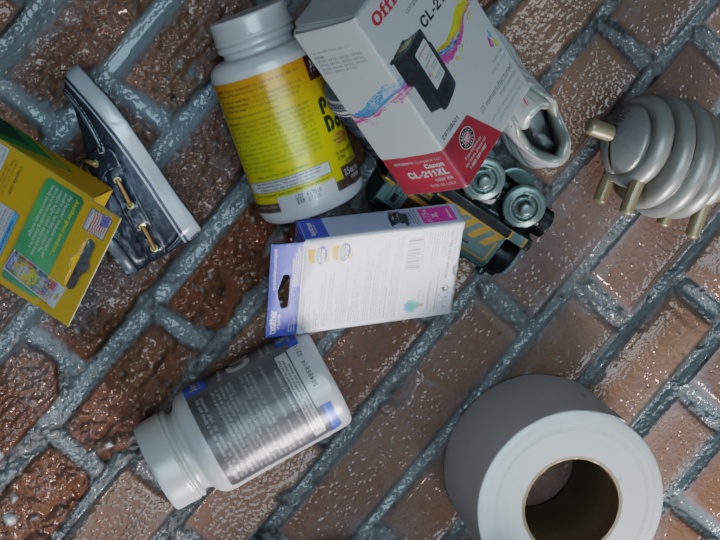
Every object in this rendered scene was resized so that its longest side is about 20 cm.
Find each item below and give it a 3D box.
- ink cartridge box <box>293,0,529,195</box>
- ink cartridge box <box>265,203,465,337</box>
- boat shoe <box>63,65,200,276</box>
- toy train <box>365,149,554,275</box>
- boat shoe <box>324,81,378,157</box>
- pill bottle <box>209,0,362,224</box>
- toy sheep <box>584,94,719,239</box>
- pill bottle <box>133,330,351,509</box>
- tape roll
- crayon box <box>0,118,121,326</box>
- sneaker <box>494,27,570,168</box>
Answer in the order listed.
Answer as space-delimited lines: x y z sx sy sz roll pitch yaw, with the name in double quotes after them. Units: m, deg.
0.050 -0.192 1.263 0.200 0.082 0.146 52 55 -30 "ink cartridge box"
0.000 0.000 1.362 0.198 0.042 0.120 -9 130 -19 "ink cartridge box"
-0.245 -0.092 1.331 0.091 0.071 0.201 -35 106 -4 "boat shoe"
0.100 -0.076 1.412 0.199 0.085 0.114 32 107 -18 "toy train"
0.028 -0.210 1.360 0.091 0.070 0.201 55 51 -45 "boat shoe"
-0.077 -0.155 1.341 0.109 0.109 0.201 -21 105 -7 "pill bottle"
0.311 -0.115 1.419 0.199 0.138 0.139 16 98 -31 "toy sheep"
-0.119 0.151 1.391 0.199 0.114 0.114 -28 105 -5 "pill bottle"
0.200 0.225 1.458 0.201 0.139 0.205 -2 102 -10 "tape roll"
-0.322 -0.055 1.297 0.199 0.052 0.126 32 109 5 "crayon box"
0.151 -0.183 1.387 0.078 0.099 0.200 -46 106 0 "sneaker"
